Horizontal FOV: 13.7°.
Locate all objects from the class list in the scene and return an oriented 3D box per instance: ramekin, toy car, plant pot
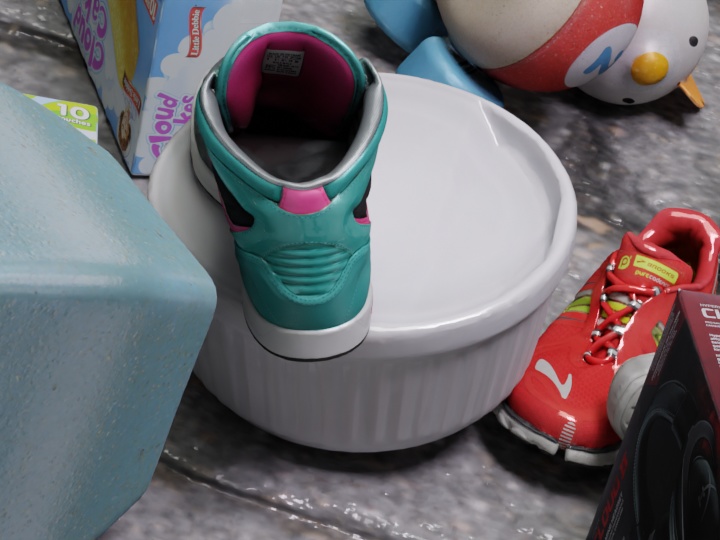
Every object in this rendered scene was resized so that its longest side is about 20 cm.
[{"bbox_3d":[0.000,0.000,1.419,0.202,0.094,0.203,1,39,-1],"label":"ramekin"},{"bbox_3d":[0.140,-0.144,1.705,0.200,0.184,0.177,32,23,-31],"label":"toy car"},{"bbox_3d":[-0.181,0.024,1.256,0.200,0.197,0.196,-1,35,-38],"label":"plant pot"}]

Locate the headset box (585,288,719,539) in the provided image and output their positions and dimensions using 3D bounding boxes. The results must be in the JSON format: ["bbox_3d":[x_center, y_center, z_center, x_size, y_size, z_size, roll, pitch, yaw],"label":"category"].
[{"bbox_3d":[0.163,0.116,1.295,0.077,0.149,0.200,8,34,-14],"label":"headset box"}]

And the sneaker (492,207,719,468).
[{"bbox_3d":[0.125,0.025,1.474,0.077,0.085,0.200,24,33,13],"label":"sneaker"}]

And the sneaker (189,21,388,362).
[{"bbox_3d":[-0.038,-0.067,1.329,0.083,0.121,0.200,-7,40,-11],"label":"sneaker"}]

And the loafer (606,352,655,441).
[{"bbox_3d":[0.197,0.069,1.448,0.200,0.070,0.070,14,26,-33],"label":"loafer"}]

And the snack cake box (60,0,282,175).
[{"bbox_3d":[-0.106,-0.151,1.612,0.067,0.115,0.200,1,35,-21],"label":"snack cake box"}]

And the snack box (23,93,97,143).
[{"bbox_3d":[-0.230,-0.042,1.449,0.199,0.053,0.142,10,32,-10],"label":"snack box"}]
